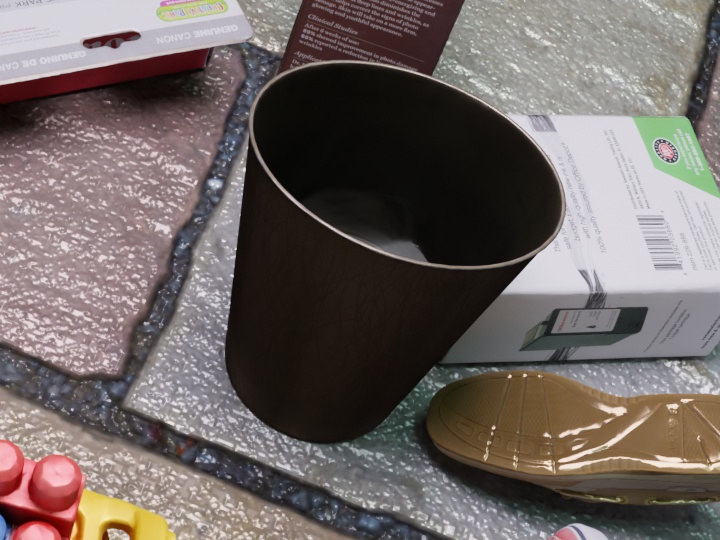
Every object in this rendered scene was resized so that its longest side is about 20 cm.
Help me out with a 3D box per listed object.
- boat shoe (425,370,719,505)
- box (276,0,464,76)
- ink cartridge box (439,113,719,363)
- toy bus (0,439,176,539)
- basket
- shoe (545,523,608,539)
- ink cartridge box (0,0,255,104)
[{"bbox_3d":[0.139,0.110,1.195,0.199,0.069,0.074,6,56,11],"label":"boat shoe"},{"bbox_3d":[0.018,-0.191,1.297,0.100,0.200,0.075,19,49,-5],"label":"box"},{"bbox_3d":[0.133,-0.023,1.285,0.199,0.084,0.146,0,54,-21],"label":"ink cartridge box"},{"bbox_3d":[-0.149,0.161,0.965,0.200,0.192,0.136,18,48,-8],"label":"toy bus"},{"bbox_3d":[0.000,0.000,1.141,0.180,0.200,0.136,17,50,-6],"label":"basket"},{"bbox_3d":[0.089,0.222,1.084,0.091,0.072,0.200,16,54,-15],"label":"shoe"},{"bbox_3d":[-0.194,-0.172,1.279,0.200,0.084,0.176,-13,59,-28],"label":"ink cartridge box"}]
